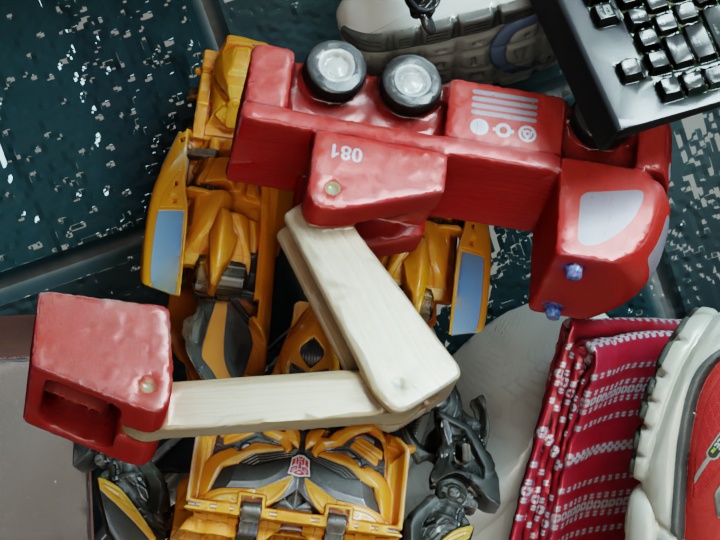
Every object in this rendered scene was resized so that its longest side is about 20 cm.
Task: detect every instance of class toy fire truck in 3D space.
[{"bbox_3d":[0.000,0.000,0.830,0.200,0.049,0.141,10,63,-6],"label":"toy fire truck"}]

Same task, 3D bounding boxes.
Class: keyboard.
[{"bbox_3d":[0.053,-0.131,0.841,0.127,0.021,0.200,-18,69,-10],"label":"keyboard"}]

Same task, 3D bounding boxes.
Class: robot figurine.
[{"bbox_3d":[-0.020,0.022,0.876,0.145,0.058,0.200,7,64,-5],"label":"robot figurine"}]

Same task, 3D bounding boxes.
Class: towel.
[{"bbox_3d":[0.106,0.115,0.935,0.145,0.022,0.200,2,106,-40],"label":"towel"}]

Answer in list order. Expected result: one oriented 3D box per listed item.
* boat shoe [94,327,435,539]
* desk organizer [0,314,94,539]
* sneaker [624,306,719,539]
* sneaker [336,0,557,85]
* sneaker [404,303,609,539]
[{"bbox_3d":[-0.049,0.087,0.925,0.200,0.060,0.074,-47,74,7],"label":"boat shoe"},{"bbox_3d":[-0.194,0.058,0.910,0.200,0.077,0.072,-2,103,-3],"label":"desk organizer"},{"bbox_3d":[0.131,0.113,0.869,0.085,0.077,0.200,12,110,23],"label":"sneaker"},{"bbox_3d":[0.075,-0.128,0.888,0.200,0.075,0.087,-29,78,-14],"label":"sneaker"},{"bbox_3d":[0.050,0.106,0.950,0.088,0.075,0.200,26,97,-30],"label":"sneaker"}]
